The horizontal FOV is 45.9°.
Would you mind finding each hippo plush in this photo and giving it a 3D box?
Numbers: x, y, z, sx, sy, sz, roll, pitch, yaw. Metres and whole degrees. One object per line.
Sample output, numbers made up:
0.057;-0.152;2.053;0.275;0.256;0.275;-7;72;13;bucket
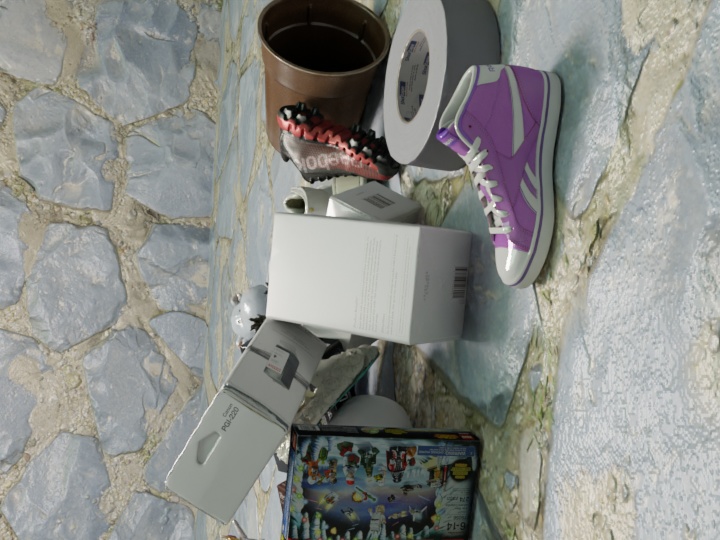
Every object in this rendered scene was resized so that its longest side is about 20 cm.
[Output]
-0.150;0.060;1.514;0.200;0.158;0.162;132;139;-62;hippo plush

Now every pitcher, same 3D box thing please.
0.026;0.255;1.003;0.122;0.168;0.203;67;-153;-47;pitcher

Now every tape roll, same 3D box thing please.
0.088;-0.220;0.986;0.200;0.065;0.205;-175;90;-73;tape roll

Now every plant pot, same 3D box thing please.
-0.067;-0.288;1.318;0.200;0.196;0.203;104;162;-50;plant pot

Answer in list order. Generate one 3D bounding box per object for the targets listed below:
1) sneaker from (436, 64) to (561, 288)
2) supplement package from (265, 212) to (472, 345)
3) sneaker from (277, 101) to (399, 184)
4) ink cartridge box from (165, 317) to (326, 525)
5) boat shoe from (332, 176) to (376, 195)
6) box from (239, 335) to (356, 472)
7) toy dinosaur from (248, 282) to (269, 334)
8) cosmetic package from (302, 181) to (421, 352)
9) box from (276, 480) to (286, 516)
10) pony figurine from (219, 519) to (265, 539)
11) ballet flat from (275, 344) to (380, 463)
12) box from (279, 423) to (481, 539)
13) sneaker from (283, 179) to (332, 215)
0.118;-0.087;0.786;0.072;0.112;0.205;178;94;-70;sneaker
0.008;0.005;0.949;0.197;0.119;0.124;8;95;34;supplement package
-0.035;-0.162;1.210;0.071;0.198;0.099;-39;-32;-55;sneaker
-0.120;0.153;0.931;0.147;0.084;0.200;-57;1;21;ink cartridge box
-0.014;-0.075;1.229;0.060;0.071;0.205;49;-136;-50;boat shoe
-0.072;0.188;1.153;0.158;0.043;0.204;0;113;42;box
-0.102;0.050;1.172;0.201;0.087;0.048;-54;-45;-51;toy dinosaur
0.000;0.000;1.112;0.084;0.107;0.203;28;119;25;cosmetic package
-0.040;0.372;1.117;0.099;0.074;0.204;6;108;53;box
-0.107;0.459;1.223;0.166;0.196;0.197;140;131;-65;pony figurine
-0.057;0.155;1.040;0.201;0.071;0.072;-52;31;21;ballet flat
0.020;0.233;0.875;0.040;0.196;0.140;-149;64;-73;box
-0.073;-0.119;1.392;0.200;0.113;0.075;-142;57;-71;sneaker
